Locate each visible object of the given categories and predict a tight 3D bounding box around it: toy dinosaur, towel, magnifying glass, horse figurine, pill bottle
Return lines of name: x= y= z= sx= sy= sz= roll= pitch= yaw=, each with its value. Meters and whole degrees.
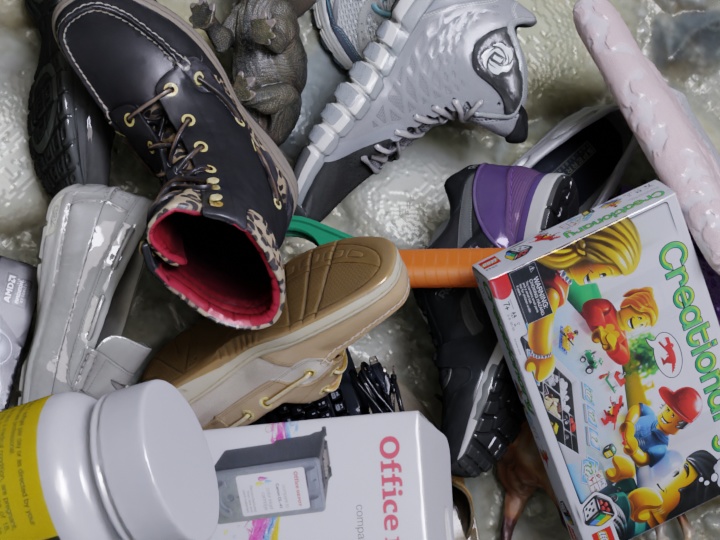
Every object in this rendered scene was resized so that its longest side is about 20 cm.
toy dinosaur: x=-0.062 y=-0.120 z=1.552 sx=0.102 sy=0.077 sz=0.200 roll=-1 pitch=91 yaw=-62
towel: x=0.213 y=-0.064 z=1.558 sx=0.032 sy=0.191 sz=0.200 roll=-33 pitch=63 yaw=12
magnifying glass: x=0.000 y=0.000 z=1.514 sx=0.200 sy=0.022 sz=0.080 roll=-2 pitch=51 yaw=20
horse figurine: x=0.150 y=0.127 z=1.578 sx=0.200 sy=0.050 sz=0.133 roll=-9 pitch=75 yaw=-19
pill bottle: x=-0.189 y=0.133 z=1.376 sx=0.200 sy=0.114 sz=0.114 roll=-18 pitch=81 yaw=17

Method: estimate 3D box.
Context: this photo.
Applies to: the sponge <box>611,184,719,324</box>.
sponge: x=0.216 y=0.043 z=1.604 sx=0.111 sy=0.030 sz=0.200 roll=14 pitch=54 yaw=-15

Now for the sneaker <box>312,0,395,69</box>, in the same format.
sneaker: x=0.008 y=-0.213 z=1.598 sx=0.078 sy=0.086 sz=0.200 roll=-12 pitch=81 yaw=-22

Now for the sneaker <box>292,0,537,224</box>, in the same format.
sneaker: x=0.043 y=-0.093 z=1.545 sx=0.115 sy=0.075 sz=0.200 roll=33 pitch=98 yaw=4

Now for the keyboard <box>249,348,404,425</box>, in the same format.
keyboard: x=-0.018 y=0.096 z=1.502 sx=0.104 sy=0.040 sz=0.200 roll=-21 pitch=74 yaw=1

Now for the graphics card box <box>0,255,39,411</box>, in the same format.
graphics card box: x=-0.298 y=0.032 z=1.449 sx=0.200 sy=0.051 sz=0.126 roll=19 pitch=70 yaw=-15

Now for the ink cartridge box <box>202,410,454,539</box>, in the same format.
ink cartridge box: x=-0.049 y=0.165 z=1.438 sx=0.200 sy=0.086 sz=0.148 roll=-7 pitch=75 yaw=12

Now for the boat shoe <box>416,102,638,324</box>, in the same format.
boat shoe: x=0.111 y=-0.040 z=1.600 sx=0.074 sy=0.065 sz=0.200 roll=40 pitch=67 yaw=-6

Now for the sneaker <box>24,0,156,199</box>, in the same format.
sneaker: x=-0.159 y=-0.131 z=1.530 sx=0.091 sy=0.076 sz=0.200 roll=4 pitch=77 yaw=-25

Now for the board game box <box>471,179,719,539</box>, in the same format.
board game box: x=0.158 y=0.061 z=1.486 sx=0.126 sy=0.035 sz=0.200 roll=-25 pitch=112 yaw=-9

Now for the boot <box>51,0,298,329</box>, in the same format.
boot: x=-0.106 y=-0.065 z=1.431 sx=0.073 sy=0.151 sz=0.200 roll=-31 pitch=118 yaw=15

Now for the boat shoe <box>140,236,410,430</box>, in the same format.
boat shoe: x=-0.041 y=0.046 z=1.473 sx=0.069 sy=0.200 sz=0.074 roll=44 pitch=35 yaw=-27

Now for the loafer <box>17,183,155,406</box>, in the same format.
loafer: x=-0.160 y=0.049 z=1.462 sx=0.070 sy=0.070 sz=0.200 roll=8 pitch=92 yaw=8

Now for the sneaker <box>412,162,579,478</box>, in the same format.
sneaker: x=0.069 y=0.030 z=1.534 sx=0.088 sy=0.076 sz=0.200 roll=12 pitch=75 yaw=23

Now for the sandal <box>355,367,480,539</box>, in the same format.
sandal: x=0.037 y=0.149 z=1.532 sx=0.080 sy=0.054 sz=0.200 roll=-22 pitch=84 yaw=-23
